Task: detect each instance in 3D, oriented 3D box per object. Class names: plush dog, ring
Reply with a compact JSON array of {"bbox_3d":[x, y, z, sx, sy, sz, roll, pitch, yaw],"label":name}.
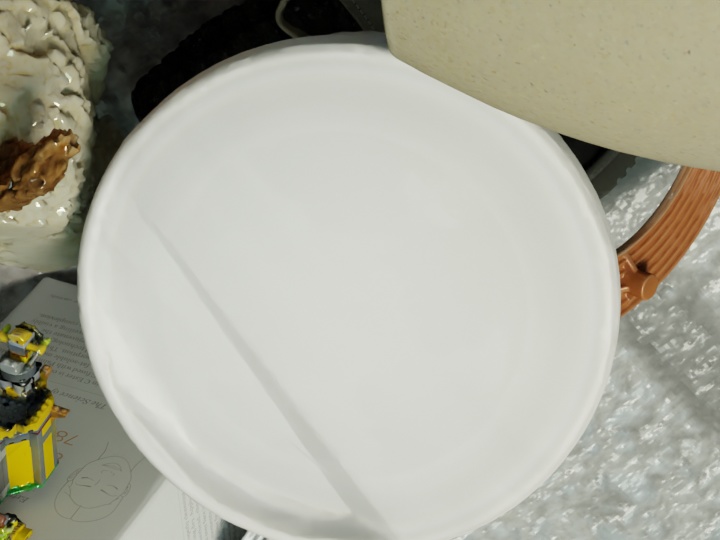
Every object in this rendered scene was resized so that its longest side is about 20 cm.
[{"bbox_3d":[-0.158,-0.095,0.827,0.200,0.172,0.160,-1,169,-31],"label":"plush dog"},{"bbox_3d":[0.115,-0.060,0.931,0.200,0.019,0.201,-27,129,-39],"label":"ring"}]

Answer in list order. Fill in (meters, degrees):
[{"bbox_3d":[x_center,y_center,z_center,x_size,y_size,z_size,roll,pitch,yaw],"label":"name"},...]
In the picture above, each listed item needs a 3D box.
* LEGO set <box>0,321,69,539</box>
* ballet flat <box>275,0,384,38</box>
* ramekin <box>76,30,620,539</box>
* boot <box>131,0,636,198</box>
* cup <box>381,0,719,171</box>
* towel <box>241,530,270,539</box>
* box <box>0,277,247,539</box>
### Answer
[{"bbox_3d":[-0.214,0.043,0.832,0.200,0.154,0.116,24,137,20],"label":"LEGO set"},{"bbox_3d":[-0.023,-0.132,0.863,0.064,0.067,0.200,-40,106,15],"label":"ballet flat"},{"bbox_3d":[0.000,0.000,0.836,0.202,0.094,0.203,3,109,9],"label":"ramekin"},{"bbox_3d":[0.020,-0.070,0.957,0.211,0.079,0.158,-35,104,-22],"label":"boot"},{"bbox_3d":[0.077,-0.125,0.720,0.143,0.200,0.200,-3,126,4],"label":"cup"},{"bbox_3d":[-0.001,0.101,1.010,0.147,0.024,0.200,-56,165,9],"label":"towel"},{"bbox_3d":[-0.131,0.108,0.938,0.124,0.200,0.098,14,130,22],"label":"box"}]
